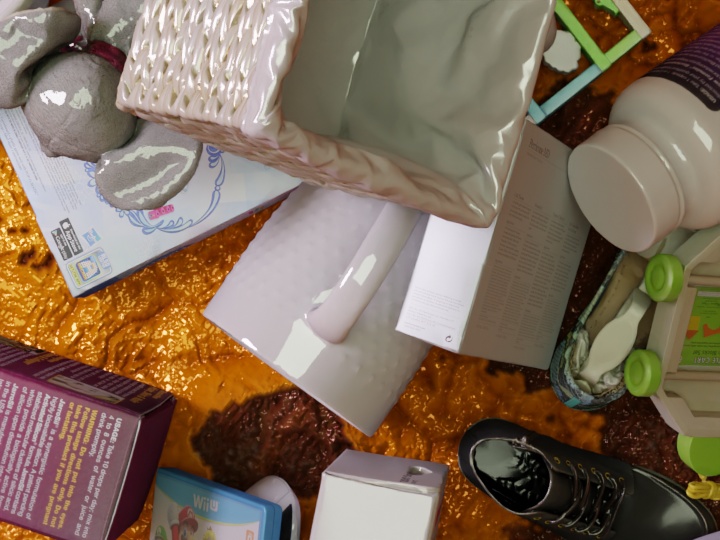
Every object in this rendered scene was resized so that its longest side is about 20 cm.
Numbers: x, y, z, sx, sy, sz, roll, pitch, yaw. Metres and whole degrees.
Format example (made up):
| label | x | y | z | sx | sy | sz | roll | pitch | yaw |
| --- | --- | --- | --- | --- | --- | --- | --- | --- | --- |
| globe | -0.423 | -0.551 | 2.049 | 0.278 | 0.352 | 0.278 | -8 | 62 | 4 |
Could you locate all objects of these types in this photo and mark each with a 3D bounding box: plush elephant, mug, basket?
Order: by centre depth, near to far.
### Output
| label | x | y | z | sx | sy | sz | roll | pitch | yaw |
| --- | --- | --- | --- | --- | --- | --- | --- | --- | --- |
| basket | -0.009 | -0.152 | 0.917 | 0.160 | 0.197 | 0.202 | 15 | 87 | 46 |
| plush elephant | -0.160 | -0.124 | 1.029 | 0.155 | 0.200 | 0.165 | -42 | 95 | -15 |
| mug | 0.000 | 0.000 | 1.071 | 0.147 | 0.200 | 0.176 | 35 | 85 | -2 |

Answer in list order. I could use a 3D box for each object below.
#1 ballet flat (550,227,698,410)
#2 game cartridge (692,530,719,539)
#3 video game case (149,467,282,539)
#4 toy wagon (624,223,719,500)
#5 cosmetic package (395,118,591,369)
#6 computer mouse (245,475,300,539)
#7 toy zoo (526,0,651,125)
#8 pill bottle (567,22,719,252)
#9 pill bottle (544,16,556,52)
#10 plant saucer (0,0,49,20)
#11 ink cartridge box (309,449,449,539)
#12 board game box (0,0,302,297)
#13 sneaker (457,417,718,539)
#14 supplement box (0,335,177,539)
| label | x | y | z | sx | sy | sz | roll | pitch | yaw |
| --- | --- | --- | --- | --- | --- | --- | --- | --- | --- |
| ballet flat | 0.206 | 0.015 | 1.124 | 0.074 | 0.074 | 0.201 | 29 | 91 | 3 |
| game cartridge | 0.242 | 0.259 | 1.116 | 0.198 | 0.041 | 0.134 | -24 | 114 | 2 |
| video game case | -0.113 | 0.253 | 1.115 | 0.018 | 0.142 | 0.202 | 6 | 91 | -38 |
| toy wagon | 0.257 | 0.063 | 1.107 | 0.154 | 0.040 | 0.202 | 4 | 106 | -24 |
| cosmetic package | 0.100 | -0.017 | 1.064 | 0.051 | 0.200 | 0.152 | 19 | 91 | 24 |
| computer mouse | -0.089 | 0.247 | 1.132 | 0.044 | 0.109 | 0.202 | 11 | 83 | -35 |
| toy zoo | 0.096 | -0.162 | 1.154 | 0.199 | 0.020 | 0.132 | -38 | 88 | 2 |
| pill bottle | 0.240 | -0.098 | 1.068 | 0.199 | 0.111 | 0.112 | -34 | 88 | -22 |
| pill bottle | 0.029 | -0.172 | 1.091 | 0.198 | 0.112 | 0.113 | -21 | 89 | 3 |
| plant saucer | -0.278 | -0.186 | 1.119 | 0.199 | 0.201 | 0.050 | -35 | 129 | 3 |
| ink cartridge box | 0.002 | 0.233 | 1.096 | 0.082 | 0.145 | 0.202 | 11 | 91 | 5 |
| board game box | -0.161 | -0.113 | 1.156 | 0.198 | 0.043 | 0.202 | -25 | 88 | 3 |
| sneaker | 0.161 | 0.167 | 1.107 | 0.198 | 0.106 | 0.075 | 20 | 91 | 3 |
| supplement box | -0.247 | 0.112 | 1.118 | 0.198 | 0.131 | 0.104 | 18 | 92 | 4 |
